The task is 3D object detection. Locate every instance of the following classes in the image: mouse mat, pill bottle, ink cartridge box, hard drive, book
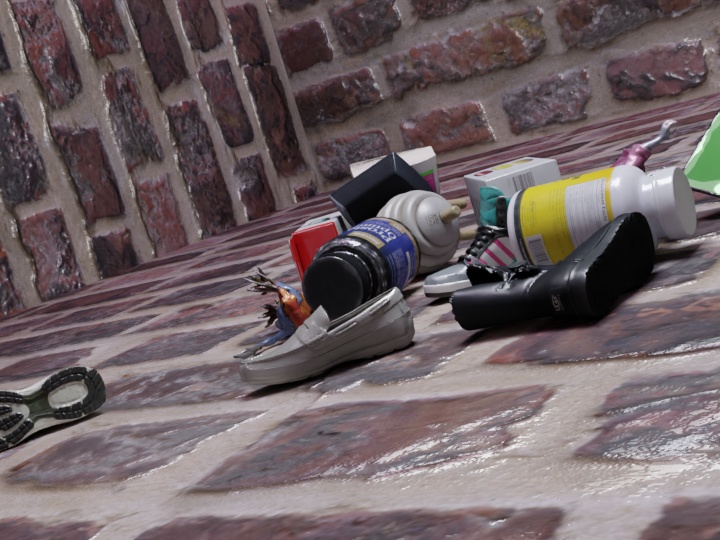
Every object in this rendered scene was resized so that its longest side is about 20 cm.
[{"bbox_3d":[0.502,-0.170,1.449,0.161,0.008,0.200,24,78,48],"label":"mouse mat"},{"bbox_3d":[0.282,-0.060,1.366,0.200,0.112,0.112,-12,9,31],"label":"pill bottle"},{"bbox_3d":[-0.049,-0.017,1.769,0.067,0.116,0.200,-15,9,9],"label":"ink cartridge box"},{"bbox_3d":[0.054,-0.086,1.806,0.135,0.200,0.042,-33,48,13],"label":"hard drive"},{"bbox_3d":[0.065,-0.097,1.861,0.134,0.200,0.048,-16,45,-5],"label":"book"},{"bbox_3d":[0.000,0.000,1.559,0.112,0.112,0.200,-14,8,24],"label":"pill bottle"}]

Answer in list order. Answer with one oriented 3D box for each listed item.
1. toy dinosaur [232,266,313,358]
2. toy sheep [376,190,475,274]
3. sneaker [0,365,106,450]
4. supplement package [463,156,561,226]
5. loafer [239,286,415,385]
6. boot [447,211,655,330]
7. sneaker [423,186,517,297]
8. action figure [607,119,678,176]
[{"bbox_3d":[-0.089,0.041,1.537,0.200,0.105,0.181,-15,15,-30],"label":"toy dinosaur"},{"bbox_3d":[0.088,-0.057,1.718,0.138,0.138,0.200,-23,-9,-37],"label":"toy sheep"},{"bbox_3d":[-0.413,0.175,1.441,0.200,0.077,0.089,-14,-6,-16],"label":"sneaker"},{"bbox_3d":[0.238,-0.106,1.790,0.114,0.110,0.200,-17,8,-3],"label":"supplement package"},{"bbox_3d":[-0.040,0.073,1.283,0.200,0.070,0.070,-18,8,-8],"label":"loafer"},{"bbox_3d":[0.203,0.001,1.238,0.168,0.076,0.200,-6,19,38],"label":"boot"},{"bbox_3d":[0.161,-0.045,1.491,0.200,0.121,0.084,-20,8,-15],"label":"sneaker"},{"bbox_3d":[0.336,-0.107,1.479,0.149,0.134,0.200,-14,2,4],"label":"action figure"}]
